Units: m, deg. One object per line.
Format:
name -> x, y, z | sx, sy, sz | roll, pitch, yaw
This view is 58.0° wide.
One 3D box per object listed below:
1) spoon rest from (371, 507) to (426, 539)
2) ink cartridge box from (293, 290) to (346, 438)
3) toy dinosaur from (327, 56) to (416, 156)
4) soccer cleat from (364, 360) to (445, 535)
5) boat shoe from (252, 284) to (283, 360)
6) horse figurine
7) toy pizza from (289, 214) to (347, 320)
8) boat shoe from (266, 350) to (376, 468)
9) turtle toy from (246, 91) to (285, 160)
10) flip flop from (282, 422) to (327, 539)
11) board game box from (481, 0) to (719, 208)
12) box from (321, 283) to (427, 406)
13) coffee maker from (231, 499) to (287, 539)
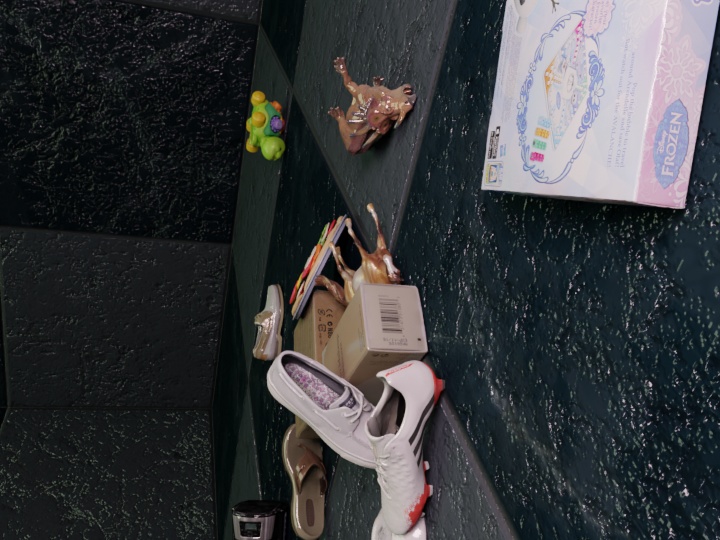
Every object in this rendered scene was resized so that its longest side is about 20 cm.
spoon rest -> 0.031, 0.355, 0.791 | 0.201, 0.060, 0.100 | -62, 27, 25
ink cartridge box -> -0.059, 0.158, 1.074 | 0.165, 0.075, 0.201 | 119, 150, -56
toy dinosaur -> 0.006, -0.215, 0.947 | 0.200, 0.085, 0.136 | 112, 149, -59
soccer cleat -> 0.038, 0.196, 0.711 | 0.068, 0.085, 0.201 | 21, 105, 50
boat shoe -> -0.240, 0.133, 1.687 | 0.075, 0.068, 0.201 | 144, 128, -68
horse figurine -> 0.000, 0.000, 0.936 | 0.200, 0.050, 0.133 | -47, 62, 52
toy pizza -> -0.076, -0.009, 1.104 | 0.201, 0.032, 0.200 | -63, 2, 4
boat shoe -> -0.026, 0.167, 0.799 | 0.072, 0.200, 0.069 | -44, -12, -33
turtle toy -> -0.264, -0.397, 1.833 | 0.146, 0.101, 0.201 | 120, 149, -55
flip flop -> -0.090, 0.366, 1.142 | 0.058, 0.081, 0.201 | -38, 50, 45
board game box -> 0.163, -0.152, 0.470 | 0.199, 0.043, 0.201 | -149, 65, -72
box -> 0.012, 0.106, 0.848 | 0.200, 0.077, 0.095 | 118, 151, -52
coffee maker -> -0.229, 0.614, 1.430 | 0.192, 0.134, 0.201 | 152, 121, -71
